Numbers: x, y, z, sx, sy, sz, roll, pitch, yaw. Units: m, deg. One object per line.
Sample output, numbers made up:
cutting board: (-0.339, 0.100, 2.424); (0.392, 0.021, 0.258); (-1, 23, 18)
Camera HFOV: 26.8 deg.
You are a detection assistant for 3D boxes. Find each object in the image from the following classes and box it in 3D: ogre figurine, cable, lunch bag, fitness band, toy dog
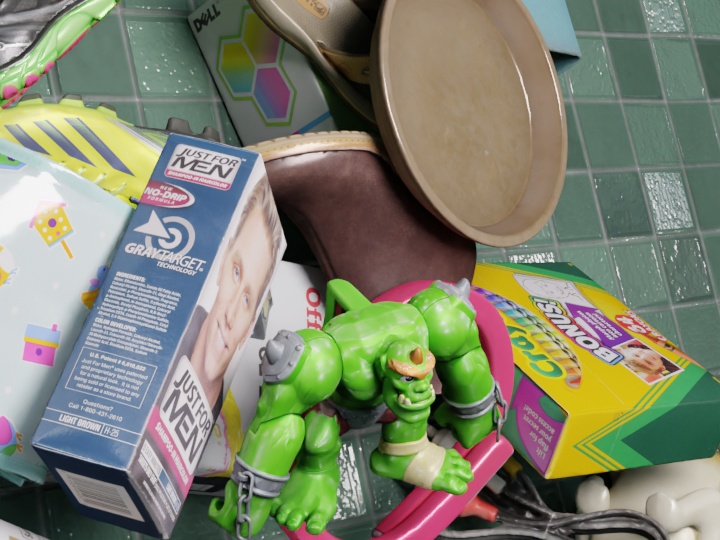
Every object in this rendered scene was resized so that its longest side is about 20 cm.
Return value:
ogre figurine: (0.003, 0.076, 0.875); (0.197, 0.098, 0.121); (-6, 118, -14)
cable: (0.117, 0.171, 1.062); (0.097, 0.198, 0.051); (-52, 152, -26)
lunch bag: (-0.233, 0.007, 0.832); (0.198, 0.122, 0.172); (24, 76, -13)
fitness band: (0.023, 0.097, 0.960); (0.200, 0.037, 0.144); (-44, 115, -20)
toy dog: (0.222, 0.215, 1.149); (0.201, 0.138, 0.195); (-58, 147, -37)

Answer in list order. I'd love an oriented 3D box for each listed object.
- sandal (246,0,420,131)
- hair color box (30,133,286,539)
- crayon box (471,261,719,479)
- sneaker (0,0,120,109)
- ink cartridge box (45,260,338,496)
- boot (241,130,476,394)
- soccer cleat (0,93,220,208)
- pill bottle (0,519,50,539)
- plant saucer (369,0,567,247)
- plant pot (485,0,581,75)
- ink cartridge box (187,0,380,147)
sandal: (0.006, -0.156, 1.011); (0.199, 0.054, 0.081); (39, 54, -21)
hair color box: (-0.107, 0.036, 0.847); (0.060, 0.100, 0.202); (13, 62, 14)
crayon box: (0.144, 0.064, 1.094); (0.171, 0.200, 0.059); (1, 119, -37)
sneaker: (-0.205, -0.187, 0.982); (0.084, 0.076, 0.201); (48, 50, -15)
ink cartridge box: (-0.115, 0.061, 0.959); (0.198, 0.082, 0.148); (10, 68, -34)
boot: (0.000, 0.000, 0.972); (0.198, 0.072, 0.169); (1, 84, -37)
soccer cleat: (-0.168, -0.061, 0.974); (0.198, 0.064, 0.085); (6, 73, -36)
pill bottle: (-0.203, 0.197, 0.825); (0.199, 0.114, 0.116); (29, 59, -26)
plant saucer: (0.071, -0.112, 1.003); (0.199, 0.029, 0.203); (18, 65, -45)
plant pot: (0.057, -0.234, 1.163); (0.140, 0.141, 0.203); (5, 67, -36)
ink cartridge box: (-0.059, -0.163, 1.067); (0.059, 0.103, 0.202); (-22, 88, -40)
